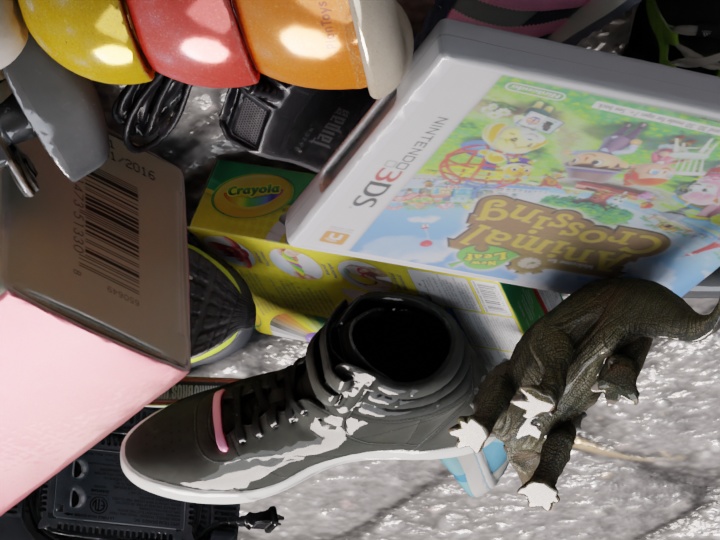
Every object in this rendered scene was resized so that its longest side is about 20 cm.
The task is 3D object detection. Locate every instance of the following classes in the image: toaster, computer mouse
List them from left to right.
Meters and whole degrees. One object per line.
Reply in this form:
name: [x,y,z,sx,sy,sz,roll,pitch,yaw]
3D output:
toaster: [-0.155,0.155,1.449,0.199,0.114,0.129,6,152,-11]
computer mouse: [-0.012,-0.107,1.076,0.199,0.046,0.141,9,124,-38]

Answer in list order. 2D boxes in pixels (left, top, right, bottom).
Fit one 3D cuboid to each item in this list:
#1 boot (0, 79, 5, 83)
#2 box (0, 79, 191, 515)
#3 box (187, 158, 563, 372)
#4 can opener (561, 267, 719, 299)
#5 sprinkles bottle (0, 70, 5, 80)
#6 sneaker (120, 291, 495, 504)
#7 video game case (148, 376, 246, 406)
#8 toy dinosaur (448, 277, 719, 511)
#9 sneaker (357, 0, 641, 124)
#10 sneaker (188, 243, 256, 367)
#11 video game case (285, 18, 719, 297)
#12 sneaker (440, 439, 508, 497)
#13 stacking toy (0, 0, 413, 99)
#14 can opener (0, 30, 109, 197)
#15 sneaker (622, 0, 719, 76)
boot: [-0.213,-0.037,1.180,0.199,0.073,0.144,-22,139,25]
box: [-0.183,0.028,1.108,0.109,0.128,0.200,27,132,-34]
box: [0.000,0.000,1.207,0.199,0.049,0.117,8,153,23]
can opener: [0.167,-0.006,1.211,0.199,0.066,0.053,0,105,-2]
sprinkles bottle: [-0.182,-0.112,1.051,0.199,0.068,0.068,-17,144,29]
sneaker: [-0.031,0.059,1.172,0.199,0.071,0.099,-9,145,4]
video game case: [-0.132,0.066,1.287,0.143,0.018,0.200,-2,175,44]
toy dinosaur: [0.099,0.043,1.091,0.077,0.102,0.200,29,129,-5]
sneaker: [0.056,-0.124,1.019,0.082,0.070,0.200,43,120,-16]
sneaker: [-0.112,0.022,1.248,0.081,0.074,0.200,9,174,-38]
video game case: [0.090,-0.040,1.033,0.199,0.022,0.182,10,152,-20]
sneaker: [0.099,0.064,1.324,0.130,0.080,0.200,-27,167,3]
stacking toy: [-0.087,-0.122,0.927,0.199,0.147,0.146,-12,148,1]
can opener: [-0.172,-0.121,0.979,0.067,0.053,0.200,-28,110,-2]
sneaker: [0.153,-0.076,1.082,0.071,0.083,0.200,5,148,-7]
